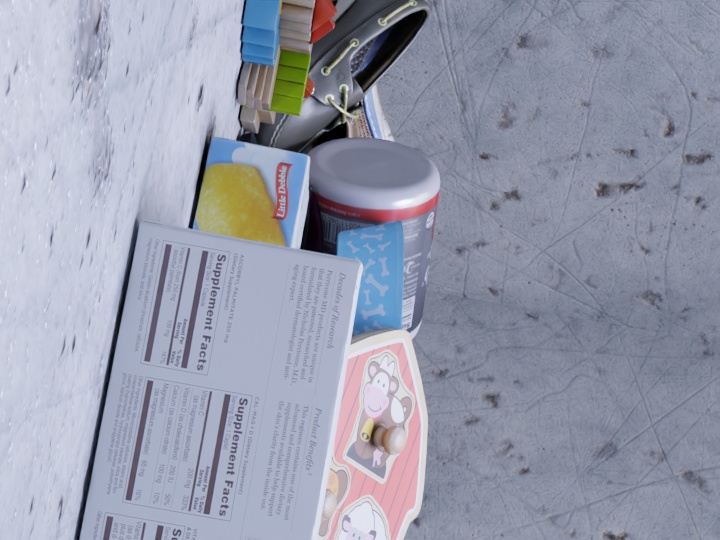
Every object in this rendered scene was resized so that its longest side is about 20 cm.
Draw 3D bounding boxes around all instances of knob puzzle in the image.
[{"bbox_3d":[0.002,0.133,0.830,0.219,0.030,0.221,-17,111,-52],"label":"knob puzzle"}]

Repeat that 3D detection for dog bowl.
[{"bbox_3d":[0.002,0.057,0.943,0.112,0.049,0.201,-91,-176,-60],"label":"dog bowl"}]

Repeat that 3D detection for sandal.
[{"bbox_3d":[-0.048,-0.023,0.940,0.075,0.048,0.201,67,2,-60],"label":"sandal"}]

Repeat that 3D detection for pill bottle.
[{"bbox_3d":[0.000,0.000,1.040,0.116,0.115,0.201,-81,178,-60],"label":"pill bottle"}]

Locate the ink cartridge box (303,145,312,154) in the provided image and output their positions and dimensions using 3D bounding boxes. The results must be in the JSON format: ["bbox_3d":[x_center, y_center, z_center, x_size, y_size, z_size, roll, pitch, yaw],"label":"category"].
[{"bbox_3d":[-0.064,-0.059,1.230,0.200,0.082,0.147,100,0,-66],"label":"ink cartridge box"}]

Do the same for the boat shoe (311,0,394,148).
[{"bbox_3d":[-0.028,-0.156,1.096,0.072,0.072,0.201,-37,109,-37],"label":"boat shoe"}]

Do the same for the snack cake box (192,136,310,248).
[{"bbox_3d":[-0.082,0.027,0.814,0.115,0.067,0.201,111,-11,-80],"label":"snack cake box"}]

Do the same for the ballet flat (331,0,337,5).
[{"bbox_3d":[-0.044,-0.251,0.961,0.073,0.068,0.200,-60,176,-24],"label":"ballet flat"}]

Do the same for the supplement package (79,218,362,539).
[{"bbox_3d":[-0.069,0.090,0.643,0.156,0.110,0.201,107,-6,-85],"label":"supplement package"}]

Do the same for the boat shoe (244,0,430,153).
[{"bbox_3d":[-0.019,-0.161,1.023,0.202,0.060,0.072,-53,153,-14],"label":"boat shoe"}]

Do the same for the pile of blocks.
[{"bbox_3d":[-0.052,-0.165,0.902,0.200,0.062,0.083,100,-1,-60],"label":"pile of blocks"}]
